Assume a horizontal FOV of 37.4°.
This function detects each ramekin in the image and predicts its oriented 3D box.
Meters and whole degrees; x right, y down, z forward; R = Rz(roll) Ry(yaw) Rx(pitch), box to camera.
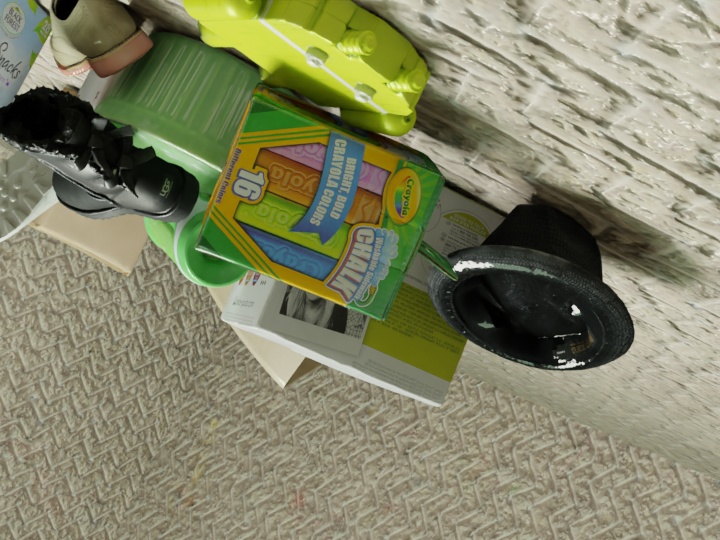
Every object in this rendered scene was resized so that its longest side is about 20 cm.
[{"bbox_3d":[-0.139,-0.136,0.991,0.199,0.098,0.200,25,173,3],"label":"ramekin"}]

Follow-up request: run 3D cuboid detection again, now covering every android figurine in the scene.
[{"bbox_3d":[-0.033,-0.151,0.739,0.182,0.041,0.200,31,173,-38],"label":"android figurine"}]

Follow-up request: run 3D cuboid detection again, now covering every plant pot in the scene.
[{"bbox_3d":[-0.086,0.011,1.439,0.177,0.200,0.200,38,-166,9],"label":"plant pot"}]

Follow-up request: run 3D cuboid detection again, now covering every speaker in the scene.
[{"bbox_3d":[-0.173,-0.042,1.127,0.088,0.089,0.200,29,-178,-26],"label":"speaker"}]

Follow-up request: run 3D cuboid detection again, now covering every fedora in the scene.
[{"bbox_3d":[0.156,0.007,0.935,0.200,0.092,0.201,15,153,8],"label":"fedora"}]

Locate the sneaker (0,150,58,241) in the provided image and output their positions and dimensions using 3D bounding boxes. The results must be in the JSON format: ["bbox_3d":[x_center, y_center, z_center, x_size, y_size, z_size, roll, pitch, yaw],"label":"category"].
[{"bbox_3d":[-0.344,-0.082,1.107,0.077,0.200,0.081,53,177,7],"label":"sneaker"}]

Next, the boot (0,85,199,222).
[{"bbox_3d":[-0.256,-0.102,0.951,0.198,0.074,0.162,11,168,38],"label":"boot"}]

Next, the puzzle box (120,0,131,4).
[{"bbox_3d":[-0.258,-0.265,0.755,0.199,0.025,0.133,26,174,0],"label":"puzzle box"}]

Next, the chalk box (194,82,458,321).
[{"bbox_3d":[-0.012,-0.048,0.833,0.199,0.124,0.125,21,-168,-10],"label":"chalk box"}]

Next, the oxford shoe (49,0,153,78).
[{"bbox_3d":[-0.245,-0.221,0.957,0.200,0.071,0.074,16,143,57],"label":"oxford shoe"}]

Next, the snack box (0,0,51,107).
[{"bbox_3d":[-0.394,-0.197,1.028,0.067,0.201,0.169,25,174,7],"label":"snack box"}]

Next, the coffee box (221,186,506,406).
[{"bbox_3d":[0.000,0.000,1.070,0.199,0.198,0.200,24,173,-16],"label":"coffee box"}]

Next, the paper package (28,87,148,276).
[{"bbox_3d":[-0.371,-0.124,1.502,0.103,0.201,0.190,21,172,37],"label":"paper package"}]

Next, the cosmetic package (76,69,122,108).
[{"bbox_3d":[-0.195,-0.156,1.135,0.200,0.081,0.113,31,171,-30],"label":"cosmetic package"}]
